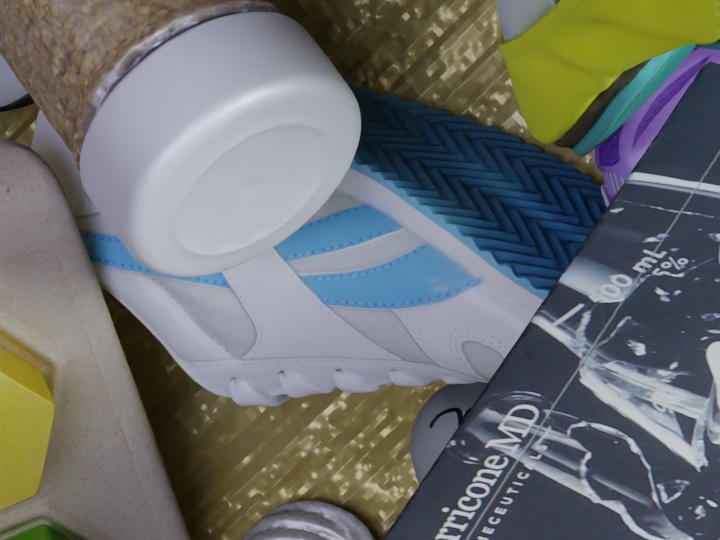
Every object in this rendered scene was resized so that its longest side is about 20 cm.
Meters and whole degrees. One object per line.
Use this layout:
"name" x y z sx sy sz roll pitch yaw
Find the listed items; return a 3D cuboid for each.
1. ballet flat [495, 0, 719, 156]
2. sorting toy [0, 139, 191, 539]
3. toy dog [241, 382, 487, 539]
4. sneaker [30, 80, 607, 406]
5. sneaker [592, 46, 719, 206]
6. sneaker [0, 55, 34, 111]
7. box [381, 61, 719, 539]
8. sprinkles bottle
"ballet flat" 0.062 -0.075 0.670 0.067 0.200 0.067 43 80 -4
"sorting toy" -0.141 0.083 0.815 0.185 0.036 0.200 -22 122 -7
"toy dog" 0.039 0.140 0.814 0.132 0.096 0.200 -31 92 22
"sneaker" 0.000 0.000 0.812 0.200 0.076 0.081 23 114 21
"sneaker" 0.150 -0.044 0.741 0.200 0.083 0.081 -8 100 21
"sneaker" -0.173 -0.079 0.817 0.200 0.080 0.074 14 113 -13
"box" 0.124 0.062 0.650 0.182 0.200 0.104 11 131 25
"sprinkles bottle" -0.079 -0.089 0.775 0.068 0.068 0.200 -50 59 22
